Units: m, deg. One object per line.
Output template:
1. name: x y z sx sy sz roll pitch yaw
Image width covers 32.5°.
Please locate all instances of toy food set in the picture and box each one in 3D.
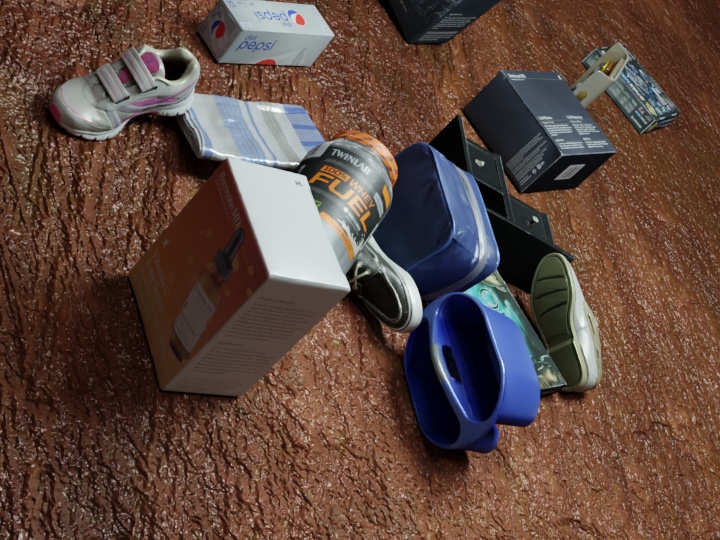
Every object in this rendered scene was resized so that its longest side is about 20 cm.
1. toy food set: 0.417 -0.347 2.296 0.060 0.144 0.200 44 33 -3

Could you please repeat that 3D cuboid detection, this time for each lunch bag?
1. lunch bag: 0.090 -0.062 1.632 0.132 0.136 0.200 30 38 -47

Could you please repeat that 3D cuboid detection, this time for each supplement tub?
1. supplement tub: -0.041 -0.068 1.463 0.122 0.123 0.200 39 55 -9

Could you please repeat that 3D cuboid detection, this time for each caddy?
1. caddy: 0.124 0.123 1.476 0.105 0.141 0.200 22 39 -39

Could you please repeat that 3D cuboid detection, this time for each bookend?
1. bookend: 0.200 -0.097 1.838 0.200 0.092 0.199 27 37 -27

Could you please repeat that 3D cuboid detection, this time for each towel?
1. towel: -0.134 -0.176 1.557 0.200 0.024 0.147 4 36 -30

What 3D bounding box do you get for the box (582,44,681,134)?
1. box: 0.571 -0.383 2.593 0.200 0.046 0.159 53 34 11

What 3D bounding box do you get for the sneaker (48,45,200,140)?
1. sneaker: -0.270 -0.218 1.436 0.200 0.088 0.081 -27 75 -39

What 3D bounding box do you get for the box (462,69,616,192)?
1. box: 0.305 -0.237 2.091 0.200 0.104 0.182 -9 62 -52

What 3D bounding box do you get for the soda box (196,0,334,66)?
1. soda box: -0.131 -0.336 1.749 0.200 0.068 0.064 -10 60 -52

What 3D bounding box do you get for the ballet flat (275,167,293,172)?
1. ballet flat: -0.082 -0.117 1.576 0.200 0.068 0.067 -6 52 -52

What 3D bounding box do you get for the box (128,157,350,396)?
1. box: -0.129 0.011 1.261 0.106 0.200 0.153 10 46 -42

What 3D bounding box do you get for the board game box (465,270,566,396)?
1. board game box: 0.187 0.085 1.687 0.135 0.028 0.200 -3 57 -48

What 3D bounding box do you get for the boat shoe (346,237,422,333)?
1. boat shoe: 0.000 0.000 1.541 0.064 0.071 0.200 -3 49 -50

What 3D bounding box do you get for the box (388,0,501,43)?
1. box: 0.139 -0.519 2.090 0.117 0.200 0.197 -13 75 -48

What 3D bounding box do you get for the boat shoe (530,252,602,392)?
1. boat shoe: 0.296 0.076 1.761 0.068 0.075 0.201 10 68 -47
